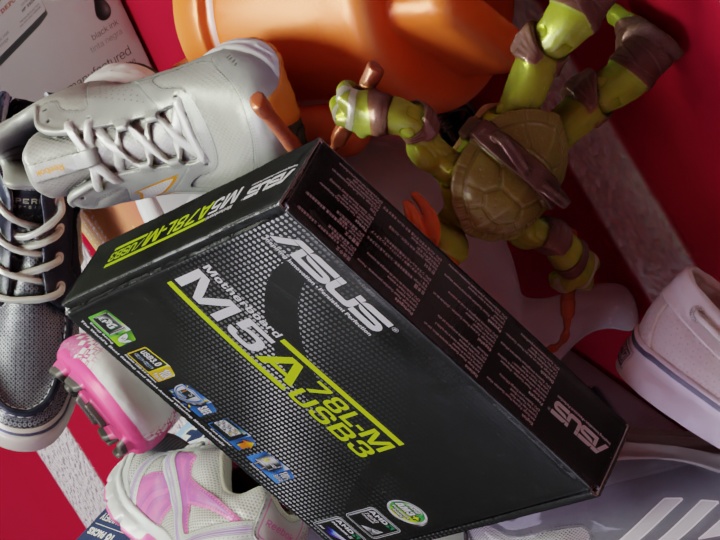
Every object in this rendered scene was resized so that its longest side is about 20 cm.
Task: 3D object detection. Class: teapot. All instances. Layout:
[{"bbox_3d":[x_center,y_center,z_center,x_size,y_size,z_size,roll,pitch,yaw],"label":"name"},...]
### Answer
[{"bbox_3d":[0.000,0.000,1.301,0.197,0.146,0.200,-19,114,42],"label":"teapot"}]

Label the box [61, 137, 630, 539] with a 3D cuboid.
[{"bbox_3d":[-0.011,0.043,1.170,0.200,0.048,0.193,43,148,-19],"label":"box"}]

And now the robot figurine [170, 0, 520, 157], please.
[{"bbox_3d":[-0.007,-0.131,1.221,0.199,0.116,0.145,2,107,43],"label":"robot figurine"}]

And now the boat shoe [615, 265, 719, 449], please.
[{"bbox_3d":[0.213,0.066,1.143,0.200,0.071,0.070,33,108,8],"label":"boat shoe"}]

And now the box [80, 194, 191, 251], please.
[{"bbox_3d":[-0.075,-0.023,1.477,0.153,0.106,0.200,55,164,0],"label":"box"}]

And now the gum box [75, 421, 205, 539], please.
[{"bbox_3d":[-0.053,0.116,1.524,0.170,0.200,0.045,9,140,57],"label":"gum box"}]

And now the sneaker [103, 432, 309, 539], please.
[{"bbox_3d":[-0.071,0.127,1.361,0.081,0.088,0.200,37,-176,-26],"label":"sneaker"}]

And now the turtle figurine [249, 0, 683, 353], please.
[{"bbox_3d":[0.060,-0.060,1.126,0.200,0.162,0.064,38,177,-27],"label":"turtle figurine"}]

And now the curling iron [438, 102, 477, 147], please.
[{"bbox_3d":[0.027,-0.043,1.394,0.050,0.026,0.200,50,155,6],"label":"curling iron"}]

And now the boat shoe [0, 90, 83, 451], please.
[{"bbox_3d":[-0.191,-0.006,1.448,0.093,0.074,0.201,106,159,-59],"label":"boat shoe"}]

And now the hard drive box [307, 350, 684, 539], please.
[{"bbox_3d":[0.062,0.110,1.368,0.200,0.156,0.077,35,149,35],"label":"hard drive box"}]

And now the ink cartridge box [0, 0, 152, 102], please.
[{"bbox_3d":[-0.233,-0.163,1.569,0.084,0.144,0.201,10,130,55],"label":"ink cartridge box"}]

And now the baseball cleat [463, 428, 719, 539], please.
[{"bbox_3d":[0.148,0.121,1.234,0.199,0.070,0.107,7,106,16],"label":"baseball cleat"}]

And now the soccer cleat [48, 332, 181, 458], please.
[{"bbox_3d":[-0.113,0.048,1.357,0.070,0.086,0.200,52,174,-3],"label":"soccer cleat"}]

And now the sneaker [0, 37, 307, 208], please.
[{"bbox_3d":[-0.102,-0.057,1.195,0.200,0.092,0.076,-5,104,56],"label":"sneaker"}]
